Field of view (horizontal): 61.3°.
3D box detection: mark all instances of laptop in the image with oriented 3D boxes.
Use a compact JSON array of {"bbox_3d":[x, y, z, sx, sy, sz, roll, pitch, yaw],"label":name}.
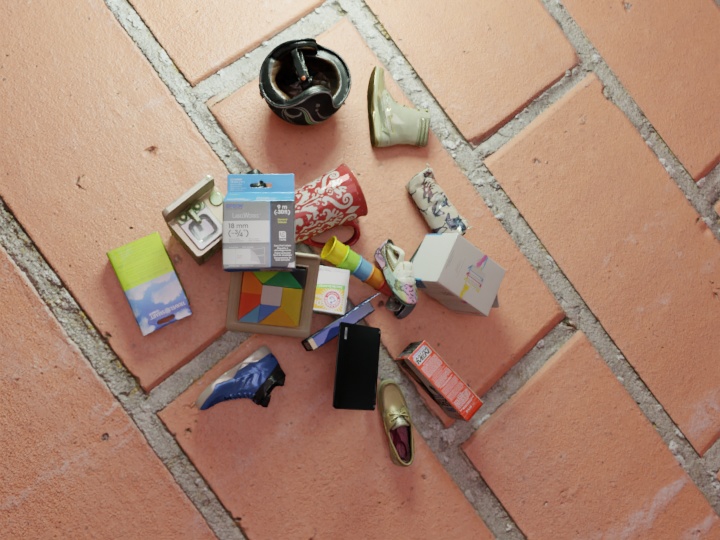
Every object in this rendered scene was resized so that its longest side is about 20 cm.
[{"bbox_3d":[-0.012,0.214,1.342,0.102,0.200,0.180,6,80,-6],"label":"laptop"}]

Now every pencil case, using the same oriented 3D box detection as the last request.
[{"bbox_3d":[0.189,-0.161,1.502,0.089,0.078,0.201,-33,89,4],"label":"pencil case"}]

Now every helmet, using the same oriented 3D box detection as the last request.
[{"bbox_3d":[-0.126,-0.435,1.422,0.197,0.190,0.203,1,93,22],"label":"helmet"}]

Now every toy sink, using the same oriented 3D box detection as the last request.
[{"bbox_3d":[-0.336,-0.101,1.319,0.130,0.200,0.112,-42,91,-16],"label":"toy sink"}]

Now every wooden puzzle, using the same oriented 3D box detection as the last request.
[{"bbox_3d":[-0.186,0.052,1.286,0.182,0.037,0.203,7,111,-10],"label":"wooden puzzle"}]

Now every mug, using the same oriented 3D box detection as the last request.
[{"bbox_3d":[-0.090,-0.129,1.414,0.198,0.133,0.179,-26,85,-11],"label":"mug"}]

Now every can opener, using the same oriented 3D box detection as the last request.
[{"bbox_3d":[0.131,0.024,1.485,0.067,0.053,0.201,45,72,-36],"label":"can opener"}]

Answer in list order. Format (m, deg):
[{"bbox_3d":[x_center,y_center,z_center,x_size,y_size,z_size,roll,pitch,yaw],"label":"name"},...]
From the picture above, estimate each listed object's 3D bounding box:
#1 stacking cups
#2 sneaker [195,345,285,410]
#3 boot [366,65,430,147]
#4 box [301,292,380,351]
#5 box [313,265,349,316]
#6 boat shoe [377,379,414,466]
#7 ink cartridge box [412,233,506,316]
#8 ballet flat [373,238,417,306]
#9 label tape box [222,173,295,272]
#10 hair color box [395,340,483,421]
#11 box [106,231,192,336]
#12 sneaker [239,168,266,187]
[{"bbox_3d":[0.000,0.000,1.426,0.199,0.060,0.061,35,75,-21],"label":"stacking cups"},{"bbox_3d":[-0.256,0.268,1.340,0.199,0.077,0.112,-36,80,-21],"label":"sneaker"},{"bbox_3d":[0.097,-0.409,1.527,0.152,0.072,0.203,-2,87,-12],"label":"boot"},{"bbox_3d":[-0.040,0.119,1.387,0.199,0.121,0.033,-34,90,-15],"label":"box"},{"bbox_3d":[-0.132,0.040,1.385,0.197,0.112,0.103,9,82,-11],"label":"box"},{"bbox_3d":[0.089,0.353,1.407,0.073,0.066,0.203,-13,84,-14],"label":"boat shoe"},{"bbox_3d":[0.235,0.017,1.437,0.199,0.128,0.126,33,76,-27],"label":"ink cartridge box"},{"bbox_3d":[0.087,-0.006,1.408,0.068,0.201,0.072,10,123,-29],"label":"ballet flat"},{"bbox_3d":[-0.201,-0.100,1.211,0.142,0.063,0.203,-1,85,-4],"label":"label tape box"},{"bbox_3d":[0.182,0.258,1.419,0.064,0.111,0.200,-42,91,-15],"label":"hair color box"},{"bbox_3d":[-0.465,0.030,1.348,0.121,0.048,0.202,-24,87,-14],"label":"box"},{"bbox_3d":[-0.236,-0.177,1.364,0.059,0.200,0.106,-14,100,-12],"label":"sneaker"}]
